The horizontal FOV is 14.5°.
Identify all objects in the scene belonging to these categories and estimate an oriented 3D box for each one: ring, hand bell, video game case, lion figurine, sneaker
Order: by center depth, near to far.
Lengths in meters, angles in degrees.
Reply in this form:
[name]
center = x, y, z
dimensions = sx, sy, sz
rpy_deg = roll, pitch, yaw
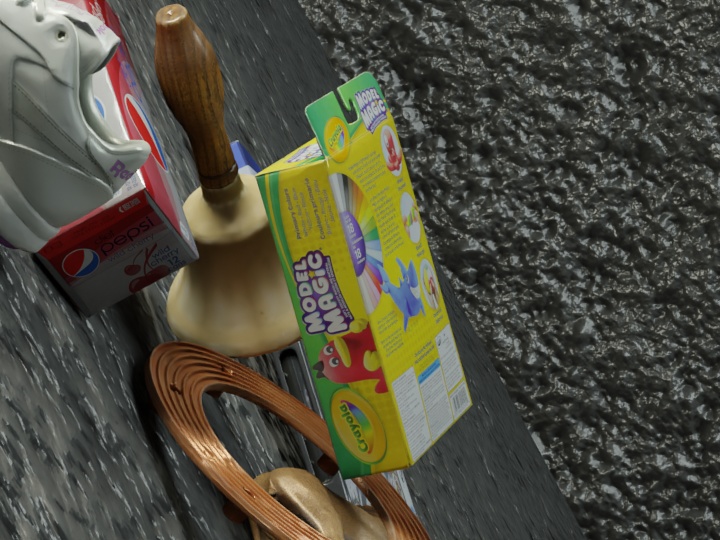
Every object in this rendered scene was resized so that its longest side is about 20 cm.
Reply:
[sneaker]
center = -0.169, -0.113, 1.293
dimensions = 0.201, 0.099, 0.075
rpy_deg = 60, 8, -9
[ring]
center = -0.037, 0.111, 1.492
dimensions = 0.200, 0.019, 0.201
rpy_deg = 38, 13, -11
[hand bell]
center = -0.081, -0.060, 1.548
dimensions = 0.104, 0.103, 0.201
rpy_deg = -111, -176, -50
[lion figurine]
center = -0.014, 0.153, 1.579
dimensions = 0.200, 0.072, 0.123
rpy_deg = 52, 8, -48
[video game case]
center = -0.011, 0.104, 1.882
dimensions = 0.200, 0.025, 0.182
rpy_deg = 29, 43, -75

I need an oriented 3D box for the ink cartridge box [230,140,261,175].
[ink cartridge box]
center = -0.063, -0.010, 2.070
dimensions = 0.201, 0.042, 0.119
rpy_deg = 64, 5, 34

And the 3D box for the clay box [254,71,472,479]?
[clay box]
center = 0.000, 0.000, 1.546
dimensions = 0.115, 0.047, 0.201
rpy_deg = -37, 112, -66

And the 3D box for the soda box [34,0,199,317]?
[soda box]
center = -0.146, -0.075, 1.460
dimensions = 0.063, 0.070, 0.201
rpy_deg = 55, 10, -47
